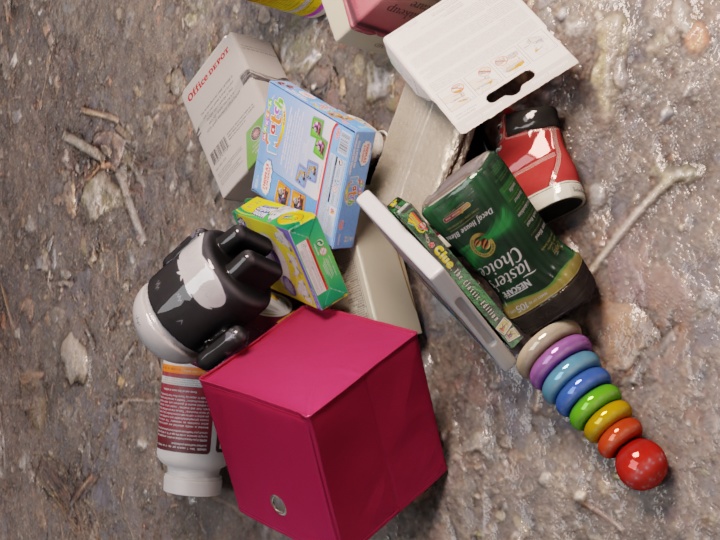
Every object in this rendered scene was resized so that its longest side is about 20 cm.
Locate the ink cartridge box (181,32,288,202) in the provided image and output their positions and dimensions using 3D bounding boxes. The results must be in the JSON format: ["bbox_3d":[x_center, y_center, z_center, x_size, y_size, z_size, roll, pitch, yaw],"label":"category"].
[{"bbox_3d":[-0.164,-0.220,1.794,0.145,0.084,0.201,-44,57,33],"label":"ink cartridge box"}]

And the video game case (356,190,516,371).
[{"bbox_3d":[0.087,0.010,1.426,0.023,0.182,0.200,-41,38,0],"label":"video game case"}]

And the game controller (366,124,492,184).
[{"bbox_3d":[0.086,-0.123,1.556,0.200,0.042,0.105,-34,63,40],"label":"game controller"}]

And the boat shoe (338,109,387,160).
[{"bbox_3d":[-0.007,-0.172,1.636,0.202,0.086,0.075,-157,78,-75],"label":"boat shoe"}]

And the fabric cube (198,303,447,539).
[{"bbox_3d":[-0.042,0.186,1.492,0.196,0.200,0.200,14,127,42],"label":"fabric cube"}]

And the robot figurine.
[{"bbox_3d":[-0.190,0.031,1.536,0.200,0.125,0.150,-39,15,20],"label":"robot figurine"}]

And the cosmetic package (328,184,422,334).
[{"bbox_3d":[0.000,0.000,1.583,0.103,0.073,0.201,-23,79,52],"label":"cosmetic package"}]

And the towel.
[{"bbox_3d":[0.082,-0.153,1.505,0.132,0.034,0.201,24,95,50],"label":"towel"}]

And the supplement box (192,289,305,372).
[{"bbox_3d":[-0.156,0.076,1.670,0.199,0.131,0.104,23,120,21],"label":"supplement box"}]

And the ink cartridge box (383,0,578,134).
[{"bbox_3d":[0.140,-0.246,1.443,0.160,0.050,0.200,-32,54,-2],"label":"ink cartridge box"}]

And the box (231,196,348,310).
[{"bbox_3d":[-0.098,-0.027,1.583,0.200,0.048,0.118,22,138,61],"label":"box"}]

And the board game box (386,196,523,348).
[{"bbox_3d":[0.106,0.000,1.413,0.023,0.200,0.105,-40,10,3],"label":"board game box"}]

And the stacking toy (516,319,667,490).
[{"bbox_3d":[0.257,0.149,1.331,0.200,0.085,0.086,52,122,30],"label":"stacking toy"}]

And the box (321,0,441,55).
[{"bbox_3d":[0.059,-0.373,1.546,0.200,0.127,0.109,-36,62,39],"label":"box"}]

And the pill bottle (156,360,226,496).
[{"bbox_3d":[-0.239,0.223,1.808,0.113,0.113,0.201,3,87,46],"label":"pill bottle"}]

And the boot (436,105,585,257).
[{"bbox_3d":[0.160,-0.108,1.460,0.199,0.072,0.145,-28,66,32],"label":"boot"}]

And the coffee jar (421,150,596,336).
[{"bbox_3d":[0.166,-0.026,1.368,0.104,0.085,0.200,-36,100,33],"label":"coffee jar"}]

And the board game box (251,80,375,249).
[{"bbox_3d":[-0.064,-0.136,1.555,0.200,0.036,0.152,36,122,45],"label":"board game box"}]

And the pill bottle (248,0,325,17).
[{"bbox_3d":[-0.126,-0.415,1.691,0.104,0.199,0.105,-5,83,45],"label":"pill bottle"}]
